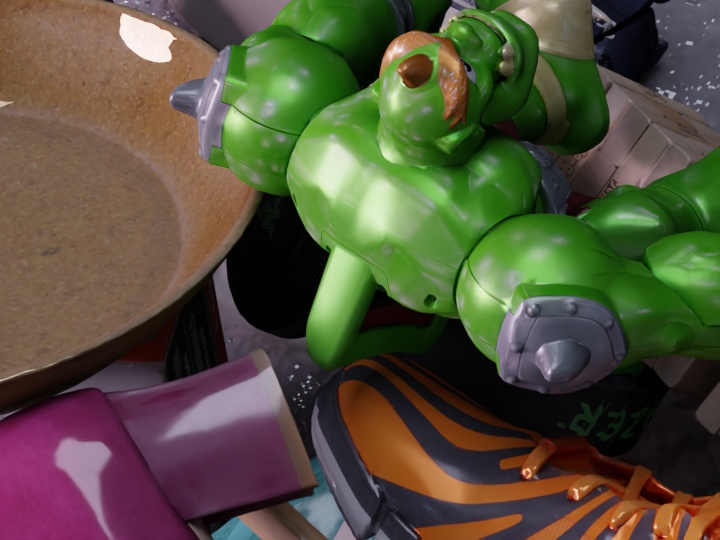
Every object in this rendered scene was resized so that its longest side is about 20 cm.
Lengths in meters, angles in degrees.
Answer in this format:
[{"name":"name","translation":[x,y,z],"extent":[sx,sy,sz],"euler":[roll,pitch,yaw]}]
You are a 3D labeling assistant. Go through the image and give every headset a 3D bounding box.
[{"name":"headset","translation":[0.000,0.000,0.858],"extent":[0.200,0.094,0.123],"euler":[39,18,24]}]

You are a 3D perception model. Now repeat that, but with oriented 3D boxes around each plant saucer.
[{"name":"plant saucer","translation":[-0.122,-0.013,0.784],"extent":[0.199,0.036,0.201],"euler":[-3,36,2]}]

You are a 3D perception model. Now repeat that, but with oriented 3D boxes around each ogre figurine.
[{"name":"ogre figurine","translation":[0.040,-0.024,0.742],"extent":[0.120,0.098,0.200],"euler":[-21,65,-43]}]

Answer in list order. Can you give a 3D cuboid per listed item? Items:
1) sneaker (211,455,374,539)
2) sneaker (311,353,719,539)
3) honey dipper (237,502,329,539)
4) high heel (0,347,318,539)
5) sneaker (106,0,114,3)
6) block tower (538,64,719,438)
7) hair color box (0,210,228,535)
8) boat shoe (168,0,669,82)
[{"name":"sneaker","translation":[-0.053,0.115,0.769],"extent":[0.077,0.080,0.200],"euler":[30,57,31]},{"name":"sneaker","translation":[0.083,0.063,0.723],"extent":[0.200,0.112,0.077],"euler":[40,26,19]},{"name":"honey dipper","translation":[0.014,0.101,0.751],"extent":[0.200,0.038,0.038],"euler":[40,61,11]},{"name":"high heel","translation":[-0.037,0.124,0.707],"extent":[0.096,0.067,0.201],"euler":[-19,73,-6]},{"name":"sneaker","translation":[-0.175,-0.059,0.943],"extent":[0.199,0.089,0.079],"euler":[-22,49,-13]},{"name":"block tower","translation":[0.122,0.024,0.787],"extent":[0.054,0.058,0.200],"euler":[-54,49,17]},{"name":"hair color box","translation":[-0.141,0.035,0.842],"extent":[0.199,0.102,0.061],"euler":[4,46,10]},{"name":"boat shoe","translation":[0.015,-0.103,0.978],"extent":[0.200,0.075,0.093],"euler":[34,53,24]}]
